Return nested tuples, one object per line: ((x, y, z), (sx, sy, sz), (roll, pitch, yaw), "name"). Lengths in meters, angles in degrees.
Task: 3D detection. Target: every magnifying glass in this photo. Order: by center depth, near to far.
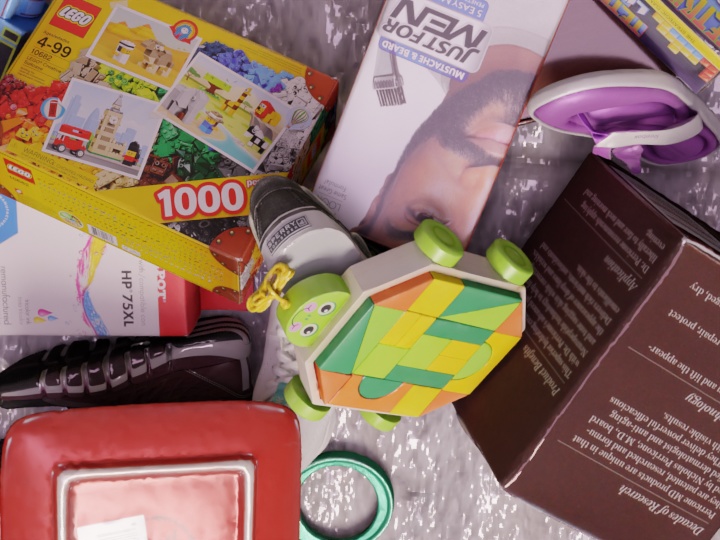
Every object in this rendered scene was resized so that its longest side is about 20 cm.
((-0.072, 0.188, 1.102), (0.198, 0.022, 0.080), (-9, 104, 7), "magnifying glass")

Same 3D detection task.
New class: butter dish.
((-0.150, 0.173, 0.992), (0.198, 0.148, 0.202), (-2, 103, -15), "butter dish")

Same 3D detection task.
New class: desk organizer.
((0.135, -0.150, 0.983), (0.198, 0.072, 0.078), (-14, 101, 6), "desk organizer")

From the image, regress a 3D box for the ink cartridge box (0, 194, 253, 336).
((-0.180, -0.016, 1.032), (0.198, 0.067, 0.117), (0, 104, 2), "ink cartridge box")

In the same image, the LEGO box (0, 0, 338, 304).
((-0.135, -0.092, 0.956), (0.199, 0.077, 0.150), (24, 68, 6), "LEGO box")

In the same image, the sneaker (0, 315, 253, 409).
((-0.170, 0.110, 1.062), (0.198, 0.076, 0.116), (-10, 106, 5), "sneaker")

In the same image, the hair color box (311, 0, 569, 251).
((0.051, -0.113, 0.928), (0.110, 0.064, 0.201), (21, 102, 0), "hair color box")

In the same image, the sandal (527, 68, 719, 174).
((0.188, -0.090, 0.937), (0.082, 0.202, 0.050), (-24, 70, 38), "sandal")

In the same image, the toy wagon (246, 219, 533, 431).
((0.016, 0.037, 0.892), (0.199, 0.040, 0.155), (13, 126, -44), "toy wagon")

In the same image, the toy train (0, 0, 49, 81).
((-0.255, -0.214, 0.970), (0.114, 0.087, 0.201), (27, 114, -7), "toy train")

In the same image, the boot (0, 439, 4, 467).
((-0.239, 0.225, 1.098), (0.199, 0.070, 0.132), (29, 118, 8), "boot")

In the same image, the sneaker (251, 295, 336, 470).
((-0.045, 0.078, 1.008), (0.075, 0.089, 0.201), (19, 124, 14), "sneaker")

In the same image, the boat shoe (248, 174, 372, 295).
((-0.016, 0.007, 0.924), (0.070, 0.064, 0.200), (-30, 144, -1), "boat shoe")

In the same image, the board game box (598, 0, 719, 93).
((0.203, -0.242, 0.913), (0.200, 0.057, 0.165), (45, 75, 3), "board game box")

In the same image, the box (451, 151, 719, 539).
((0.186, 0.061, 0.965), (0.164, 0.166, 0.201), (29, 105, -24), "box")

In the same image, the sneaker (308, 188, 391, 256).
((0.000, 0.000, 1.026), (0.199, 0.071, 0.083), (28, 98, -7), "sneaker")
